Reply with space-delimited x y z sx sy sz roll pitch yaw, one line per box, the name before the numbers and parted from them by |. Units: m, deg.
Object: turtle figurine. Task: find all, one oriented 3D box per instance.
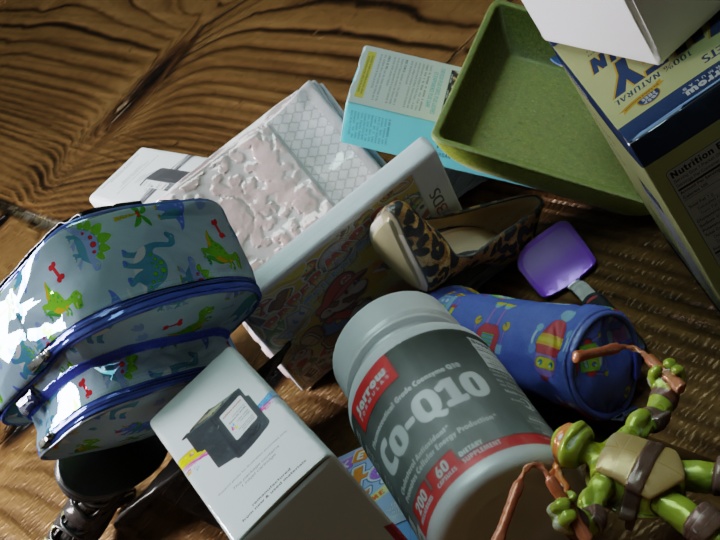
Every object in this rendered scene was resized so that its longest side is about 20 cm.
turtle figurine | 0.173 0.132 0.987 0.160 0.065 0.200 21 42 23

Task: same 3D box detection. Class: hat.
hat | -0.099 0.153 1.297 0.201 0.081 0.201 -47 1 2

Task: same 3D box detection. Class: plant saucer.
plant saucer | 0.176 -0.127 1.373 0.198 0.048 0.201 17 47 10

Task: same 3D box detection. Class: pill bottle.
pill bottle | 0.059 0.108 1.114 0.113 0.114 0.200 -36 41 0

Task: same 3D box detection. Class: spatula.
spatula | 0.173 0.019 1.263 0.056 0.021 0.200 -34 28 2

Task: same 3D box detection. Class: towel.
towel | -0.054 -0.040 1.451 0.191 0.200 0.032 -40 -11 0

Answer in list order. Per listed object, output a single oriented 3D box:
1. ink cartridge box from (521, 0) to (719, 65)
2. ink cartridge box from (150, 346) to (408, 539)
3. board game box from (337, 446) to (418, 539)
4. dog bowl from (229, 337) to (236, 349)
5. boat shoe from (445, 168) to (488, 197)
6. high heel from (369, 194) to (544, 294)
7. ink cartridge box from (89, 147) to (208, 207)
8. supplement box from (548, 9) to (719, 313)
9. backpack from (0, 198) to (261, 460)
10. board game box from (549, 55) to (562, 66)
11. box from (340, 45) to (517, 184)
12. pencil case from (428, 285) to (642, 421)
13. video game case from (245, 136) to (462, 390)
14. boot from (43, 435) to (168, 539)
ink cartridge box | 0.196 -0.260 1.095 0.200 0.145 0.147 -41 28 -13
ink cartridge box | -0.044 0.156 1.093 0.083 0.146 0.200 -42 27 -6
board game box | -0.004 0.205 1.170 0.150 0.037 0.201 -27 28 21
dog bowl | -0.196 0.111 1.528 0.199 0.050 0.112 -28 28 19
boat shoe | 0.061 -0.091 1.508 0.200 0.074 0.067 -44 29 -13
high heel | 0.081 -0.044 1.301 0.143 0.200 0.071 -44 64 -7
ink cartridge box | -0.157 -0.035 1.602 0.084 0.145 0.199 -46 29 -18
supplement box | 0.254 -0.086 1.134 0.134 0.200 0.200 -33 28 7
backpack | -0.168 0.042 1.210 0.182 0.148 0.200 -12 -22 -38
board game box | 0.247 -0.152 1.324 0.157 0.039 0.199 12 21 31
box | 0.088 -0.132 1.433 0.198 0.049 0.083 14 47 3
pencil case | 0.122 0.057 1.203 0.199 0.086 0.079 8 92 55
video game case | 0.000 0.000 1.347 0.199 0.182 0.023 -39 61 -3
boot | -0.214 0.182 1.344 0.175 0.069 0.200 -55 -6 28
